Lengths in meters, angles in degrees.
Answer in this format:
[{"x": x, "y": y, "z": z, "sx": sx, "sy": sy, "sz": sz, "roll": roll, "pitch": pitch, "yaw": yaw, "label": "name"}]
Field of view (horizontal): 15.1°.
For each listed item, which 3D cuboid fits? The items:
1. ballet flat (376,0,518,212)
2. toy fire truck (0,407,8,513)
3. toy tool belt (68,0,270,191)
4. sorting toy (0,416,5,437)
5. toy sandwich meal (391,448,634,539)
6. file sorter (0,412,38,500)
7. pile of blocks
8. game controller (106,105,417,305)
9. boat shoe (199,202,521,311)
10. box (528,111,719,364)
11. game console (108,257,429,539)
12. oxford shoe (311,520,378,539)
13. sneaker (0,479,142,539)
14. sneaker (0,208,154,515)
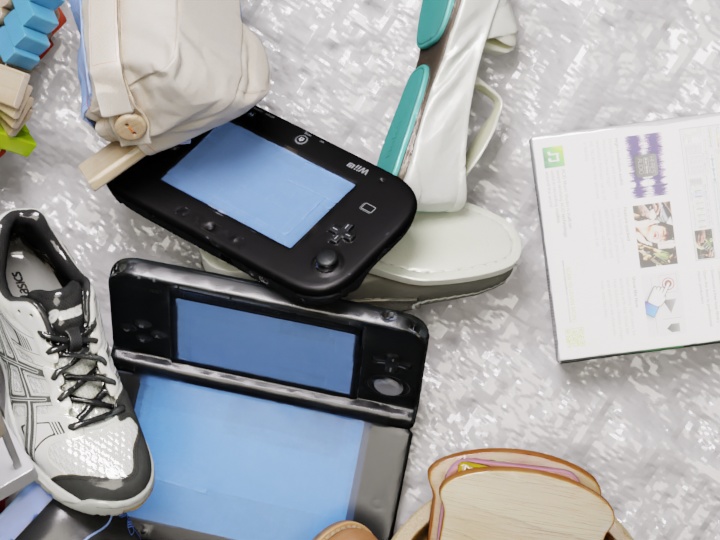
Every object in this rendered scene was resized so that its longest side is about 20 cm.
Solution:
[{"x": 0.063, "y": -0.129, "z": 1.698, "sx": 0.069, "sy": 0.069, "sz": 0.201, "roll": 15, "pitch": 82, "yaw": 3, "label": "ballet flat"}, {"x": -0.308, "y": 0.159, "z": 1.652, "sx": 0.175, "sy": 0.129, "sz": 0.201, "roll": -6, "pitch": 66, "yaw": 2, "label": "toy fire truck"}, {"x": -0.136, "y": -0.151, "z": 1.674, "sx": 0.123, "sy": 0.201, "sz": 0.125, "roll": -36, "pitch": 133, "yaw": 29, "label": "toy tool belt"}, {"x": -0.327, "y": 0.042, "z": 1.483, "sx": 0.198, "sy": 0.070, "sz": 0.200, "roll": -26, "pitch": 59, "yaw": -12, "label": "sorting toy"}, {"x": 0.097, "y": 0.214, "z": 1.689, "sx": 0.204, "sy": 0.070, "sz": 0.207, "roll": 0, "pitch": 88, "yaw": 1, "label": "toy sandwich meal"}, {"x": -0.314, "y": 0.091, "z": 1.566, "sx": 0.199, "sy": 0.125, "sz": 0.139, "roll": -30, "pitch": 59, "yaw": -14, "label": "file sorter"}, {"x": -0.211, "y": -0.132, "z": 1.692, "sx": 0.082, "sy": 0.062, "sz": 0.201, "roll": 24, "pitch": 95, "yaw": 39, "label": "pile of blocks"}, {"x": -0.062, "y": -0.049, "z": 1.667, "sx": 0.199, "sy": 0.042, "sz": 0.104, "roll": 28, "pitch": 67, "yaw": 31, "label": "game controller"}, {"x": 0.000, "y": -0.002, "z": 1.703, "sx": 0.200, "sy": 0.060, "sz": 0.072, "roll": -2, "pitch": 47, "yaw": -2, "label": "boat shoe"}, {"x": 0.212, "y": -0.025, "z": 1.705, "sx": 0.199, "sy": 0.036, "sz": 0.145, "roll": -7, "pitch": 90, "yaw": 4, "label": "box"}, {"x": -0.068, "y": 0.095, "z": 1.683, "sx": 0.199, "sy": 0.176, "sz": 0.117, "roll": 11, "pitch": 63, "yaw": 2, "label": "game console"}, {"x": -0.023, "y": 0.241, "z": 1.644, "sx": 0.071, "sy": 0.071, "sz": 0.201, "roll": 37, "pitch": 60, "yaw": -26, "label": "oxford shoe"}, {"x": -0.218, "y": 0.209, "z": 1.646, "sx": 0.078, "sy": 0.070, "sz": 0.200, "roll": 42, "pitch": 92, "yaw": 10, "label": "sneaker"}, {"x": -0.182, "y": 0.053, "z": 1.628, "sx": 0.075, "sy": 0.088, "sz": 0.201, "roll": -19, "pitch": 64, "yaw": -26, "label": "sneaker"}]
